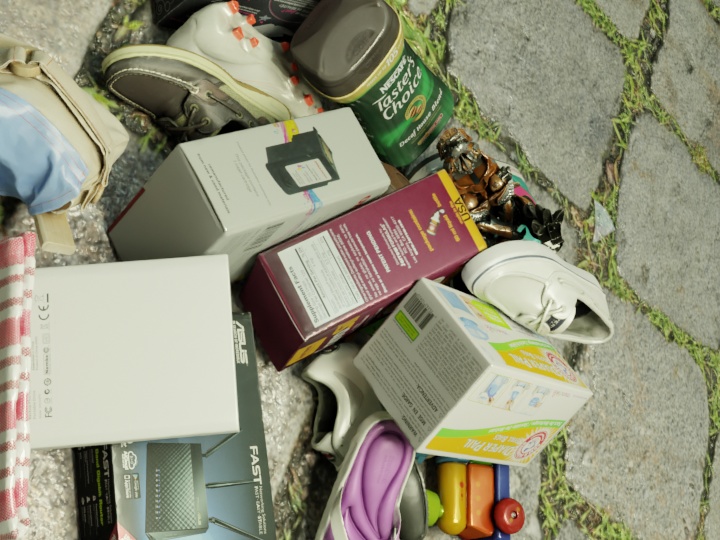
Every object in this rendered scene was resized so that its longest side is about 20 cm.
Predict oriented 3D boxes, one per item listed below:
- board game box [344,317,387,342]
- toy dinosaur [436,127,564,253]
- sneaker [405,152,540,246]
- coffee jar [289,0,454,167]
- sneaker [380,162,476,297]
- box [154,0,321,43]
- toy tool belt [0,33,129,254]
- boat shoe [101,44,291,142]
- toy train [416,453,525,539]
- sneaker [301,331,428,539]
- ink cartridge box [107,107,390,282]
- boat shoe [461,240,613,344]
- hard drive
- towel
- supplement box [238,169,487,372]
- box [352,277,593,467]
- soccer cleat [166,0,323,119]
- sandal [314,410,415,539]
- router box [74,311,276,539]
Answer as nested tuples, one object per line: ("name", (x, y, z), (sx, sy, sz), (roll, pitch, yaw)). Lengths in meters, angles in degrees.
("board game box", (0.043, 0.022, 1.142), (0.095, 0.030, 0.203), (36, 56, -30))
("toy dinosaur", (0.142, -0.053, 1.103), (0.199, 0.103, 0.136), (31, 18, -32))
("sneaker", (0.137, -0.057, 1.200), (0.198, 0.084, 0.122), (3, 49, -48))
("coffee jar", (0.014, -0.186, 1.063), (0.105, 0.085, 0.200), (-49, 149, 1))
("sneaker", (0.076, -0.028, 1.120), (0.070, 0.075, 0.202), (-42, 105, -42))
("box", (-0.094, -0.297, 1.060), (0.198, 0.114, 0.135), (3, 73, -44))
("toy tool belt", (-0.276, -0.108, 0.819), (0.199, 0.124, 0.124), (38, 45, -27))
("boat shoe", (-0.140, -0.142, 0.991), (0.198, 0.073, 0.066), (16, 60, -39))
("toy train", (0.094, 0.243, 1.083), (0.114, 0.084, 0.204), (14, 67, -28))
("sneaker", (-0.002, 0.168, 1.030), (0.087, 0.074, 0.203), (-21, 92, -27))
("ink cartridge box", (-0.094, -0.055, 0.950), (0.198, 0.145, 0.084), (-21, 77, -45))
("boat shoe", (0.175, 0.026, 1.031), (0.198, 0.074, 0.066), (12, 42, -42))
("hard drive", (-0.193, 0.061, 0.824), (0.196, 0.026, 0.135), (-4, 77, -6))
("towel", (-0.262, 0.086, 0.748), (0.030, 0.145, 0.204), (13, 68, -45))
("supplement box", (0.000, 0.000, 0.997), (0.198, 0.110, 0.087), (-26, 81, -23))
("box", (0.106, 0.098, 1.004), (0.199, 0.102, 0.113), (19, 27, -52))
("soccer cleat", (-0.103, -0.189, 1.053), (0.199, 0.076, 0.070), (33, 42, -55))
("sandal", (0.005, 0.227, 0.972), (0.081, 0.050, 0.207), (7, 97, -18))
("router box", (-0.152, 0.134, 0.894), (0.148, 0.062, 0.204), (4, 73, -43))
